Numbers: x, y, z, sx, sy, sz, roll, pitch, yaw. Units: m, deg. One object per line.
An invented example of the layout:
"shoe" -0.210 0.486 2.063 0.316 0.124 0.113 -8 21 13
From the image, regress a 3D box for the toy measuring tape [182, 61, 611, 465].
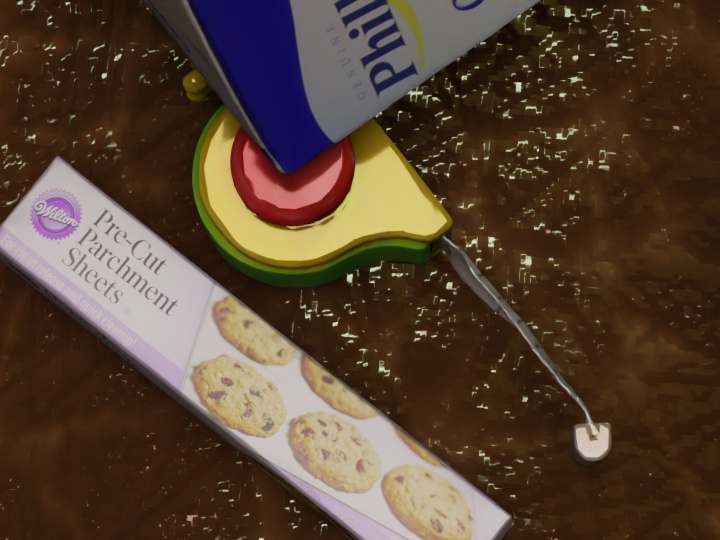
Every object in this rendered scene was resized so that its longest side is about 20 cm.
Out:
"toy measuring tape" 0.000 0.000 0.807 0.074 0.074 0.200 -37 81 -5

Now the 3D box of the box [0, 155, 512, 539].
"box" -0.037 0.039 0.815 0.200 0.039 0.041 39 82 7

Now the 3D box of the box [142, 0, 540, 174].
"box" -0.005 -0.169 0.784 0.200 0.105 0.184 -35 55 -4
